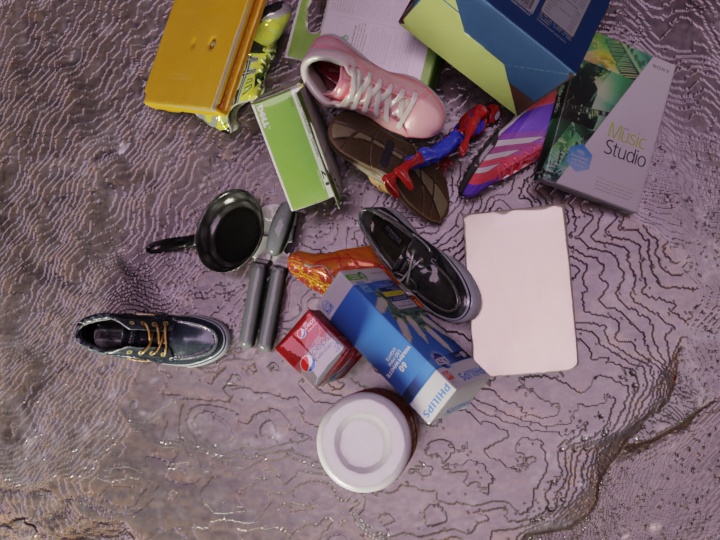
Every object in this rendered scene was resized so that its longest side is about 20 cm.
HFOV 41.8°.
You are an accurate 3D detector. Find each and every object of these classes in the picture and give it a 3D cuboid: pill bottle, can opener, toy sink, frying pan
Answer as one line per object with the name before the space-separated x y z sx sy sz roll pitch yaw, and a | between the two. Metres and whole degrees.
pill bottle | 0.015 0.202 1.157 0.110 0.200 0.115 -1 86 7
can opener | -0.127 0.007 1.264 0.052 0.066 0.204 10 91 7
toy sink | 0.203 0.030 1.191 0.128 0.112 0.204 -6 81 11
frying pan | -0.202 -0.032 1.272 0.189 0.031 0.116 -34 61 19

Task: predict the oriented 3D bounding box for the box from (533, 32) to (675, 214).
box | 0.314 -0.190 1.209 0.142 0.036 0.204 16 86 -16

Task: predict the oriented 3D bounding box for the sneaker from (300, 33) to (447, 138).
sneaker | 0.011 -0.216 1.166 0.198 0.105 0.076 32 118 -1

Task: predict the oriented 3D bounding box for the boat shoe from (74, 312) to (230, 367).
boat shoe | -0.278 0.093 1.259 0.196 0.091 0.072 1 85 7

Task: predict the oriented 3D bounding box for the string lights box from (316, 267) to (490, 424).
string lights box | 0.051 0.085 1.128 0.200 0.102 0.059 44 113 21

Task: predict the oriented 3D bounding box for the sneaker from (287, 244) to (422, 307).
sneaker | 0.000 0.000 1.253 0.196 0.073 0.078 11 64 4

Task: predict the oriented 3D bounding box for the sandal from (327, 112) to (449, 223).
sandal | 0.036 -0.135 1.242 0.198 0.054 0.081 32 67 -16

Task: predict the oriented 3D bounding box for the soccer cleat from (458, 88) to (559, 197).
soccer cleat | 0.208 -0.163 1.233 0.073 0.068 0.200 42 89 5

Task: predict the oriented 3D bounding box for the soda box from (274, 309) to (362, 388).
soda box | -0.042 0.095 1.173 0.070 0.200 0.064 43 93 8

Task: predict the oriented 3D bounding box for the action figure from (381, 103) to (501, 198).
action figure | 0.116 -0.162 1.222 0.200 0.065 0.052 -41 92 -25

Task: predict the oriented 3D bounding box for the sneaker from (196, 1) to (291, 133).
sneaker | -0.149 -0.275 1.276 0.076 0.075 0.200 42 115 0

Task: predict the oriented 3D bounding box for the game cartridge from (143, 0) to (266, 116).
game cartridge | -0.211 -0.297 1.257 0.199 0.032 0.179 16 87 50

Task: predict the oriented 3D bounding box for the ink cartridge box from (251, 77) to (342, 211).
ink cartridge box | -0.080 -0.153 1.181 0.075 0.200 0.150 -19 105 5

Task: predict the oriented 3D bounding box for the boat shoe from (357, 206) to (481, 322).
boat shoe | 0.063 -0.006 1.165 0.200 0.070 0.073 44 114 30

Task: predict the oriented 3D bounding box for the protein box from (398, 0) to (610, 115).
protein box | 0.189 -0.346 1.153 0.197 0.135 0.202 34 66 -13

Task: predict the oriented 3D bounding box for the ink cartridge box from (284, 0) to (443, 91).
ink cartridge box | 0.016 -0.323 1.258 0.196 0.076 0.151 15 87 10
